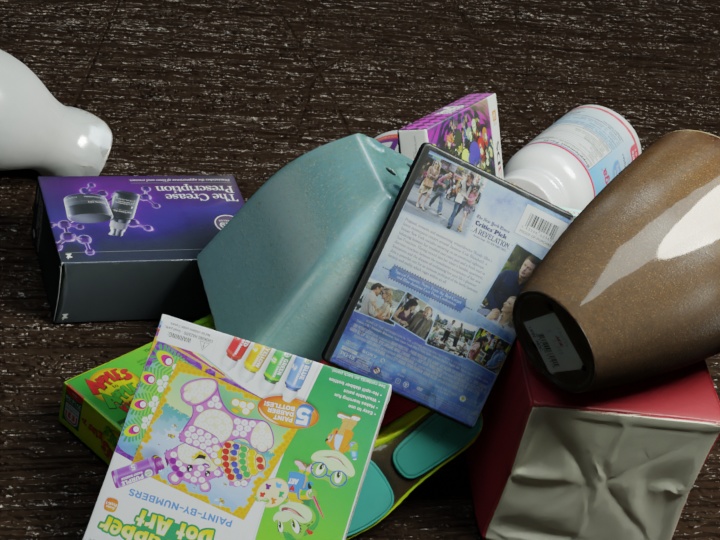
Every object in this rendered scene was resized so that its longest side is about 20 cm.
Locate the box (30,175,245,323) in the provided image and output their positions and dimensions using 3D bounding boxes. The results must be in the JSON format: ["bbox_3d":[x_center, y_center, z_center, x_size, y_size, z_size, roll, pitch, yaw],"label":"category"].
[{"bbox_3d":[-0.206,-0.024,1.592,0.200,0.079,0.141,-2,41,-21],"label":"box"}]

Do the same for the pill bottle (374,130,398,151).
[{"bbox_3d":[0.026,-0.051,1.677,0.111,0.112,0.200,18,36,6],"label":"pill bottle"}]

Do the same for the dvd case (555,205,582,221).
[{"bbox_3d":[0.188,0.037,1.539,0.146,0.200,0.022,10,23,-7],"label":"dvd case"}]

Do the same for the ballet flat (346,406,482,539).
[{"bbox_3d":[0.017,0.169,1.408,0.200,0.067,0.067,-33,13,-14],"label":"ballet flat"}]

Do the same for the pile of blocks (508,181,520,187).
[{"bbox_3d":[0.141,-0.001,1.628,0.062,0.082,0.200,2,62,25],"label":"pile of blocks"}]

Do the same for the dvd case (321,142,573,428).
[{"bbox_3d":[0.072,0.013,1.364,0.143,0.200,0.018,25,0,-10],"label":"dvd case"}]

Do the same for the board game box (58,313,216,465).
[{"bbox_3d":[-0.155,0.107,1.456,0.102,0.048,0.200,36,40,28],"label":"board game box"}]

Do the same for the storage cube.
[{"bbox_3d":[0.194,0.125,1.449,0.200,0.171,0.180,7,38,-11],"label":"storage cube"}]

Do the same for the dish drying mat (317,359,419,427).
[{"bbox_3d":[0.014,0.091,1.391,0.200,0.077,0.018,-29,14,1],"label":"dish drying mat"}]

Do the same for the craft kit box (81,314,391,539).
[{"bbox_3d":[-0.097,0.157,1.321,0.200,0.049,0.198,16,77,3],"label":"craft kit box"}]

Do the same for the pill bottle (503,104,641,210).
[{"bbox_3d":[0.224,-0.102,1.817,0.109,0.109,0.200,29,39,20],"label":"pill bottle"}]

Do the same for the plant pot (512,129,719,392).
[{"bbox_3d":[0.227,0.012,1.340,0.200,0.187,0.187,-31,54,-27],"label":"plant pot"}]

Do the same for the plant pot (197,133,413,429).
[{"bbox_3d":[0.000,0.000,1.461,0.196,0.200,0.196,25,24,-29],"label":"plant pot"}]

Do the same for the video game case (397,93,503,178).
[{"bbox_3d":[0.097,-0.072,1.645,0.036,0.182,0.200,0,15,25],"label":"video game case"}]

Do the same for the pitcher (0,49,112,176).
[{"bbox_3d":[-0.375,-0.160,1.656,0.171,0.121,0.200,21,-1,38],"label":"pitcher"}]
